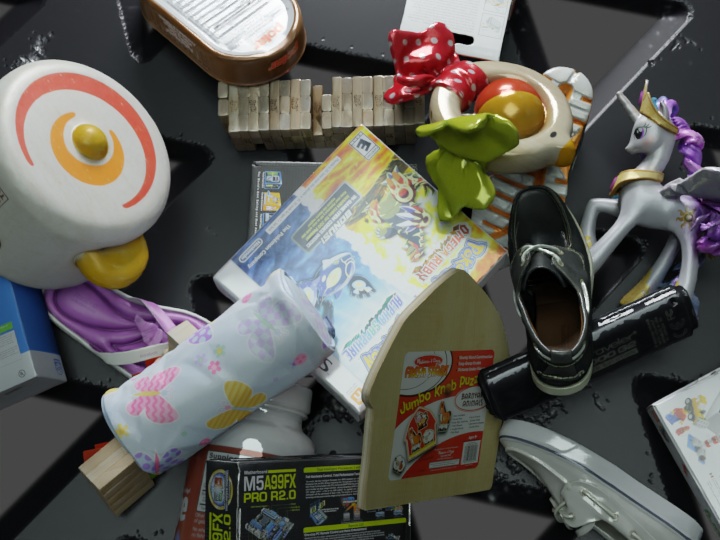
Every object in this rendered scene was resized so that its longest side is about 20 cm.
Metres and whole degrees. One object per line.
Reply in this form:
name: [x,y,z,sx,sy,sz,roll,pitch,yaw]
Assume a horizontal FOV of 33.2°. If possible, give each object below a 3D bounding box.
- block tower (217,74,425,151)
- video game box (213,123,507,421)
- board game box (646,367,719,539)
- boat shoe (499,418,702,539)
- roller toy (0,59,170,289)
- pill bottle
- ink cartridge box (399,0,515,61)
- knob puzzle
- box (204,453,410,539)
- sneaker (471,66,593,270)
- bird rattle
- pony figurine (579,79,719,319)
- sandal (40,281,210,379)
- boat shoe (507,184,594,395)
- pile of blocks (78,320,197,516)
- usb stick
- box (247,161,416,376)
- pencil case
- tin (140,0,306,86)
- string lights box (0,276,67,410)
block tower: [-0.036,-0.153,1.178,0.198,0.058,0.054,-2,75,3]
video game box: [0.000,0.000,1.082,0.182,0.047,0.200,42,80,8]
board game box: [0.364,0.182,1.087,0.126,0.035,0.201,-26,76,-4]
boat shoe: [0.203,0.206,1.073,0.199,0.072,0.066,33,74,1]
roller toy: [-0.271,-0.086,1.088,0.182,0.140,0.201,25,51,-30]
pill bottle: [-0.100,0.197,1.061,0.111,0.112,0.201,9,75,4]
ink cartridge box: [0.107,-0.302,1.214,0.108,0.050,0.201,12,77,5]
knob puzzle: [0.064,0.097,1.041,0.030,0.219,0.221,12,73,42]
box: [-0.040,0.235,1.007,0.044,0.199,0.161,-6,82,45]
sneaker: [0.166,-0.090,1.146,0.078,0.077,0.201,26,84,9]
bird rattle: [0.107,-0.138,1.083,0.162,0.113,0.201,0,41,-10]
pony figurine: [0.294,-0.053,1.103,0.192,0.166,0.201,23,94,11]
sandal: [-0.214,0.058,1.132,0.202,0.050,0.083,21,77,7]
boat shoe: [0.164,0.003,1.037,0.071,0.068,0.201,-11,56,13]
pile of blocks: [-0.186,0.125,1.102,0.062,0.082,0.200,38,90,28]
usb stick: [0.198,0.072,1.055,0.199,0.033,0.056,-25,116,2]
box: [-0.027,-0.001,1.136,0.159,0.044,0.201,2,76,3]
pencil case: [-0.119,0.083,1.008,0.200,0.083,0.091,-36,52,1]
tin: [-0.140,-0.259,1.191,0.112,0.042,0.200,-42,64,-16]
string lights box: [-0.356,0.026,1.129,0.102,0.059,0.201,-22,75,12]
